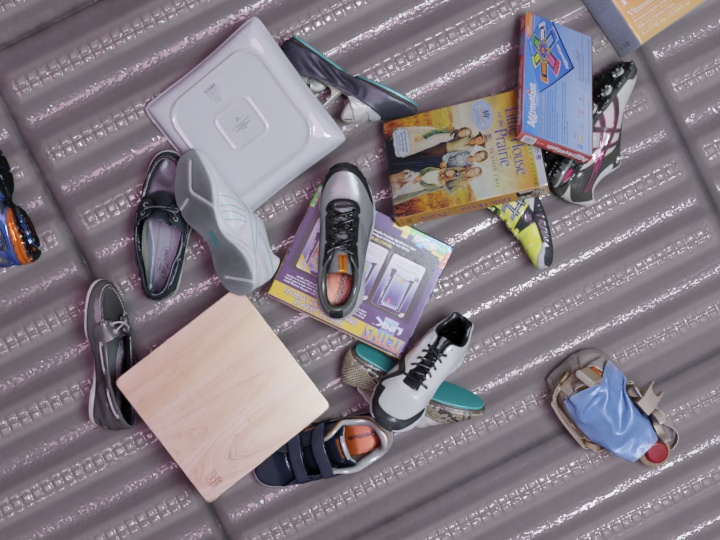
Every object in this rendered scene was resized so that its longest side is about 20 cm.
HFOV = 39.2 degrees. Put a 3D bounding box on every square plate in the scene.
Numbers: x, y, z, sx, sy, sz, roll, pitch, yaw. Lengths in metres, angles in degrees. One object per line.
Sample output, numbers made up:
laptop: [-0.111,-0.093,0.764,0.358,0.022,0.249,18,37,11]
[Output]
square plate: [-0.154,-0.191,1.319,0.200,0.028,0.198,-36,95,15]

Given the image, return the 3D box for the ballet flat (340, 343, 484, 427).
ballet flat: [0.064,0.167,1.355,0.199,0.068,0.076,23,113,3]

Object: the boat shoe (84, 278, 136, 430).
boat shoe: [-0.320,0.112,1.327,0.057,0.067,0.201,5,100,26]

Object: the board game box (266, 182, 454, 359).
board game box: [0.000,0.000,1.343,0.199,0.057,0.166,26,93,-3]

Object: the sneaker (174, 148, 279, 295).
sneaker: [-0.174,-0.066,1.311,0.070,0.080,0.201,-26,91,37]

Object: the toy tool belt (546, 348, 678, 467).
toy tool belt: [0.342,0.194,1.328,0.200,0.123,0.125,44,91,-3]

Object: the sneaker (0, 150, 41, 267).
sneaker: [-0.492,-0.093,1.318,0.078,0.075,0.201,-21,91,3]

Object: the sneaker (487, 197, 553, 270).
sneaker: [0.198,-0.091,1.343,0.076,0.075,0.201,-23,83,7]

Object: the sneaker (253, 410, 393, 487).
sneaker: [-0.052,0.237,1.341,0.199,0.079,0.079,-21,94,1]

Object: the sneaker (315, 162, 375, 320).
sneaker: [-0.019,-0.036,1.275,0.074,0.079,0.201,2,92,0]

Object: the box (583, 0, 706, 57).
box: [0.347,-0.401,1.315,0.124,0.097,0.200,-35,93,0]

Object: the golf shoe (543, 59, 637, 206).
golf shoe: [0.315,-0.183,1.346,0.088,0.077,0.200,30,94,-23]

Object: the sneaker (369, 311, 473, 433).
sneaker: [0.078,0.123,1.289,0.074,0.080,0.200,33,49,10]

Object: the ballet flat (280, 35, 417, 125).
ballet flat: [-0.024,-0.233,1.327,0.199,0.073,0.073,29,91,3]

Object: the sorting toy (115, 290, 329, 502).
sorting toy: [-0.179,0.160,1.330,0.200,0.070,0.199,-38,92,-6]

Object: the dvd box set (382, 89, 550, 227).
dvd box set: [0.133,-0.146,1.303,0.199,0.029,0.147,-11,68,14]

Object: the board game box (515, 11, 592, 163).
board game box: [0.250,-0.236,1.297,0.103,0.019,0.201,17,59,-16]

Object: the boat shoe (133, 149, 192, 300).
boat shoe: [-0.261,-0.057,1.324,0.074,0.066,0.200,11,95,0]
